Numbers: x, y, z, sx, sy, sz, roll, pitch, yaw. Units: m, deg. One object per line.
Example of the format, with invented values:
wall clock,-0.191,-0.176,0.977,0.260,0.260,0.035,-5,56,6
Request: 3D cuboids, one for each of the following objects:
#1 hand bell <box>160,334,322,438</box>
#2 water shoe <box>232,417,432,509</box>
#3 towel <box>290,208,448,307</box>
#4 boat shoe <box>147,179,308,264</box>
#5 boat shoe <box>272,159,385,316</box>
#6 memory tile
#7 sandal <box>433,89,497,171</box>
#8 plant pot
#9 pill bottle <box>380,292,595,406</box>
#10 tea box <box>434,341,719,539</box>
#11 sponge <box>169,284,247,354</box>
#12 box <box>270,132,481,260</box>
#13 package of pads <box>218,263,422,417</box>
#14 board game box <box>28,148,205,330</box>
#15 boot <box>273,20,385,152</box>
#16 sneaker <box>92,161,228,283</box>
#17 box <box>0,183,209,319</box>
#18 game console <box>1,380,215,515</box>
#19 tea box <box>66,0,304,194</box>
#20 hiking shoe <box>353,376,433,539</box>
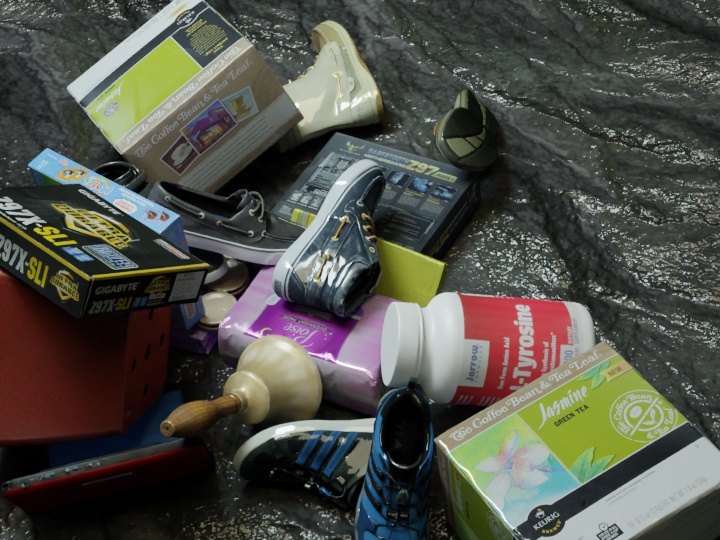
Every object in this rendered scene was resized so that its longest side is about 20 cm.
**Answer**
hand bell,-0.130,0.133,1.458,0.104,0.104,0.200,17,17,24
water shoe,-0.028,0.194,1.472,0.200,0.072,0.079,-8,51,2
towel,0.000,0.000,1.659,0.200,0.086,0.018,21,13,25
boat shoe,-0.138,-0.059,1.626,0.200,0.066,0.070,13,30,-13
boat shoe,-0.005,-0.032,1.594,0.091,0.071,0.200,21,57,23
memory tile,-0.222,0.007,1.683,0.200,0.017,0.153,3,46,10
sandal,0.122,-0.158,1.774,0.057,0.080,0.201,-34,9,21
plant pot,-0.298,0.070,1.516,0.176,0.200,0.200,10,17,9
pill bottle,0.126,0.081,1.493,0.200,0.112,0.112,4,45,-10
tea box,0.205,0.208,1.365,0.200,0.134,0.197,-28,48,-17
sponge,-0.239,0.027,1.698,0.200,0.030,0.112,13,50,21
box,0.018,-0.075,1.738,0.200,0.051,0.158,18,53,25
package of pads,-0.040,0.073,1.587,0.200,0.076,0.121,16,48,23
board game box,-0.263,-0.034,1.612,0.200,0.151,0.037,25,54,29
boot,-0.070,-0.236,1.899,0.155,0.072,0.200,-21,47,-7
sneaker,-0.236,-0.055,1.666,0.200,0.099,0.071,26,53,28
box,-0.274,-0.023,1.451,0.200,0.049,0.160,31,24,31
game console,-0.258,0.167,1.510,0.200,0.172,0.119,-14,72,-3
tea box,-0.213,-0.203,1.795,0.200,0.134,0.197,-40,42,-3
hiking shoe,0.031,0.205,1.399,0.074,0.087,0.200,1,76,1
